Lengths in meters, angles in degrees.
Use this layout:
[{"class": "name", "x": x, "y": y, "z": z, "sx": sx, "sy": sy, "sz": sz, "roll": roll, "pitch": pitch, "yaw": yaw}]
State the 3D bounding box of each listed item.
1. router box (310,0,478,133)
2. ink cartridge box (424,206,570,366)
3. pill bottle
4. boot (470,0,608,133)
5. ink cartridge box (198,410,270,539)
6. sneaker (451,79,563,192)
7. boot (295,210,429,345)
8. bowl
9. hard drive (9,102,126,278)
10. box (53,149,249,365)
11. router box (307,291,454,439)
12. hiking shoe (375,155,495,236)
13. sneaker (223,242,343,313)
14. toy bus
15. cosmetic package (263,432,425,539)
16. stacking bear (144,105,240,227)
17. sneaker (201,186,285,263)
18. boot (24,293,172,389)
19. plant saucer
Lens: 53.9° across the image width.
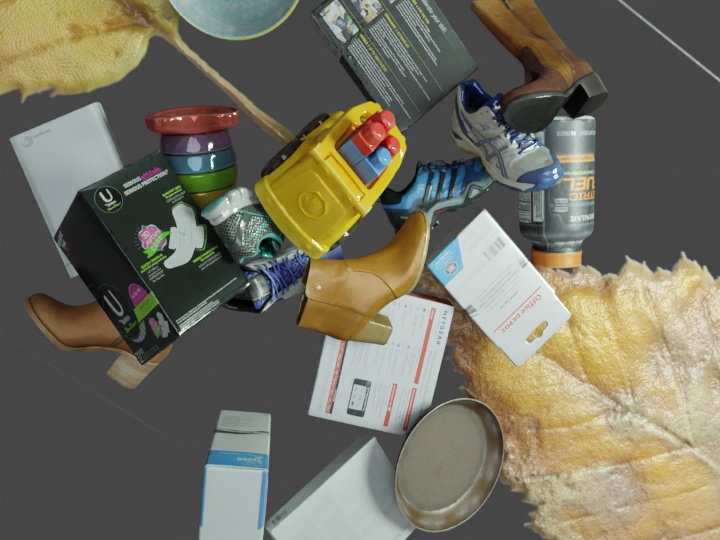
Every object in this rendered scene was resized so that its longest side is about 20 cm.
[{"class": "router box", "x": 0.046, "y": -0.310, "z": 0.968, "sx": 0.148, "sy": 0.051, "sz": 0.202, "roll": -37, "pitch": 99, "yaw": 0}, {"class": "ink cartridge box", "x": 0.194, "y": 0.024, "z": 1.019, "sx": 0.116, "sy": 0.067, "sz": 0.201, "roll": -42, "pitch": 98, "yaw": 2}, {"class": "pill bottle", "x": 0.273, "y": -0.108, "z": 0.987, "sx": 0.103, "sy": 0.106, "sz": 0.207, "roll": -3, "pitch": 99, "yaw": -4}, {"class": "boot", "x": 0.205, "y": -0.281, "z": 0.907, "sx": 0.185, "sy": 0.069, "sz": 0.203, "roll": -21, "pitch": 69, "yaw": -27}, {"class": "ink cartridge box", "x": -0.168, "y": 0.296, "z": 0.964, "sx": 0.081, "sy": 0.200, "sz": 0.150, "roll": 4, "pitch": 98, "yaw": -7}, {"class": "sneaker", "x": 0.184, "y": -0.178, "z": 0.924, "sx": 0.074, "sy": 0.200, "sz": 0.090, "roll": -29, "pitch": 138, "yaw": -21}, {"class": "boot", "x": 0.000, "y": 0.000, "z": 0.940, "sx": 0.141, "sy": 0.071, "sz": 0.206, "roll": 17, "pitch": 104, "yaw": -20}, {"class": "bowl", "x": -0.155, "y": -0.403, "z": 0.905, "sx": 0.194, "sy": 0.108, "sz": 0.206, "roll": 1, "pitch": 110, "yaw": 4}, {"class": "hard drive", "x": -0.380, "y": -0.110, "z": 0.979, "sx": 0.129, "sy": 0.027, "sz": 0.205, "roll": -21, "pitch": 99, "yaw": -1}, {"class": "box", "x": -0.264, "y": -0.013, "z": 0.887, "sx": 0.124, "sy": 0.148, "sz": 0.202, "roll": -37, "pitch": 95, "yaw": -41}, {"class": "router box", "x": 0.027, "y": 0.126, "z": 1.030, "sx": 0.174, "sy": 0.049, "sz": 0.206, "roll": 13, "pitch": 97, "yaw": -6}, {"class": "hiking shoe", "x": 0.117, "y": -0.125, "z": 0.988, "sx": 0.198, "sy": 0.074, "sz": 0.088, "roll": -35, "pitch": 100, "yaw": 1}, {"class": "sneaker", "x": -0.113, "y": 0.013, "z": 0.971, "sx": 0.195, "sy": 0.115, "sz": 0.083, "roll": -22, "pitch": 100, "yaw": -1}, {"class": "toy bus", "x": -0.010, "y": -0.142, "z": 0.885, "sx": 0.136, "sy": 0.201, "sz": 0.191, "roll": 46, "pitch": 135, "yaw": -12}, {"class": "cosmetic package", "x": -0.020, "y": 0.363, "z": 1.027, "sx": 0.198, "sy": 0.051, "sz": 0.153, "roll": -37, "pitch": 98, "yaw": -20}, {"class": "stacking bear", "x": -0.214, "y": -0.110, "z": 0.951, "sx": 0.118, "sy": 0.114, "sz": 0.206, "roll": -6, "pitch": 109, "yaw": -11}, {"class": "sneaker", "x": -0.126, "y": -0.061, "z": 0.925, "sx": 0.076, "sy": 0.199, "sz": 0.093, "roll": -26, "pitch": 91, "yaw": 31}, {"class": "boot", "x": -0.343, "y": 0.051, "z": 0.977, "sx": 0.198, "sy": 0.077, "sz": 0.156, "roll": 38, "pitch": 95, "yaw": -10}, {"class": "plant saucer", "x": 0.126, "y": 0.281, "z": 1.038, "sx": 0.195, "sy": 0.032, "sz": 0.207, "roll": -7, "pitch": 104, "yaw": -29}]
